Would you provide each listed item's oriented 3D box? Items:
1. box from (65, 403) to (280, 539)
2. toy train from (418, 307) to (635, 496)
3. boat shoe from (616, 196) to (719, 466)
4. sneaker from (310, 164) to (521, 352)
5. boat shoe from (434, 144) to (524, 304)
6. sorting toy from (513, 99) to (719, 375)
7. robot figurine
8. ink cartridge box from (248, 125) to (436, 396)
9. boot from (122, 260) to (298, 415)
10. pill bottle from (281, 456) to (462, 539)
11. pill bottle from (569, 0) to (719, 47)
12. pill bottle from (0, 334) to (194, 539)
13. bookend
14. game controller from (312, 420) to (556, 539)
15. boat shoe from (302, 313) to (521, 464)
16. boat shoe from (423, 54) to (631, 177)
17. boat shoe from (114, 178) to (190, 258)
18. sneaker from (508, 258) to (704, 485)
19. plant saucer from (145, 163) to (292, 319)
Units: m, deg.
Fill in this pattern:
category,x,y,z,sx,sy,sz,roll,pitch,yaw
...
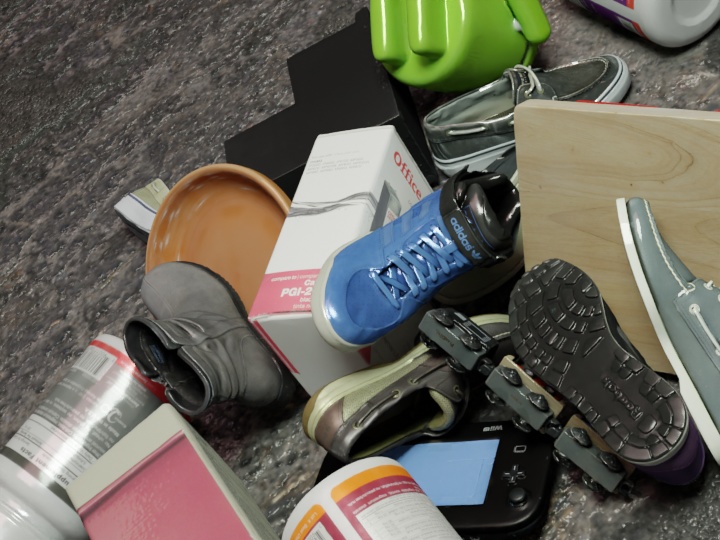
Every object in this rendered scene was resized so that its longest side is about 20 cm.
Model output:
category,x,y,z,sx,sy,sz,roll,pitch,yaw
box,-0.121,0.221,1.010,0.109,0.128,0.200,-39,41,-6
toy train,0.125,0.095,0.988,0.200,0.046,0.034,41,118,20
boat shoe,0.237,0.035,0.932,0.061,0.201,0.073,-24,0,14
sneaker,0.051,-0.015,1.013,0.111,0.077,0.200,-27,6,47
boat shoe,0.121,-0.052,1.163,0.200,0.074,0.066,-53,16,-9
sorting toy,0.223,-0.030,0.994,0.199,0.201,0.069,9,27,35
robot figurine,0.092,-0.226,1.262,0.174,0.199,0.117,-7,86,40
ink cartridge box,0.000,0.000,1.126,0.084,0.146,0.201,-7,49,29
boot,-0.152,0.048,1.127,0.199,0.131,0.070,34,106,34
pill bottle,0.039,0.231,0.896,0.109,0.110,0.200,-38,55,-5
pill bottle,0.252,-0.295,1.268,0.112,0.113,0.200,-40,42,-7
pill bottle,-0.244,0.165,1.153,0.113,0.114,0.200,19,64,42
bookend,-0.045,-0.133,1.322,0.199,0.092,0.200,-27,40,10
game controller,0.053,0.161,1.021,0.198,0.042,0.105,-7,48,26
boat shoe,0.053,0.098,1.037,0.199,0.074,0.065,-25,46,-20
boat shoe,0.152,-0.153,1.229,0.199,0.071,0.072,-27,42,8
boat shoe,-0.187,-0.048,1.348,0.062,0.072,0.200,-46,40,-10
sneaker,0.177,0.079,0.972,0.076,0.088,0.201,-38,48,8
plant saucer,-0.114,0.004,1.206,0.199,0.037,0.202,4,97,36
